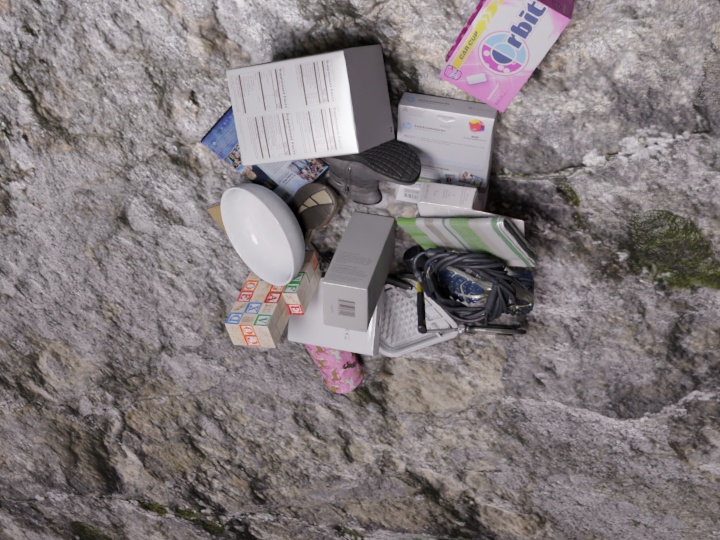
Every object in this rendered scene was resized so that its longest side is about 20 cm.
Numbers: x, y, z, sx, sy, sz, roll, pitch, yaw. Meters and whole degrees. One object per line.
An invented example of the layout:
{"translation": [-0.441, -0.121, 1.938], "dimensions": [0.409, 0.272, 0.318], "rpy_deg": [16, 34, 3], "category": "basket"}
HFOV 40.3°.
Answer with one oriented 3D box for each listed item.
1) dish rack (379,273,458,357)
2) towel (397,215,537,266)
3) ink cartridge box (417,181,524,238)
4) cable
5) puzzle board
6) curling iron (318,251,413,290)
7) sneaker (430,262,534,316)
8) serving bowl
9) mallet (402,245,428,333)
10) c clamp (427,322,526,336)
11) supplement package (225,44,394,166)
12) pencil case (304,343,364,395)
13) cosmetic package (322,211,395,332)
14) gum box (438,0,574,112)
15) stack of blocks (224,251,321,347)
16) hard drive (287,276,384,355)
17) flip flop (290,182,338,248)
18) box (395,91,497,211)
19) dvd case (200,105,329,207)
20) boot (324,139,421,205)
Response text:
{"translation": [0.078, 0.082, 1.898], "dimensions": [0.200, 0.044, 0.172], "rpy_deg": [-24, 122, 38], "category": "dish rack"}
{"translation": [0.177, -0.054, 1.612], "dimensions": [0.199, 0.031, 0.149], "rpy_deg": [4, 155, 37], "category": "towel"}
{"translation": [0.193, -0.074, 1.640], "dimensions": [0.175, 0.045, 0.200], "rpy_deg": [10, 160, 14], "category": "ink cartridge box"}
{"translation": [0.186, 0.026, 1.671], "dimensions": [0.162, 0.051, 0.200], "rpy_deg": [-7, 140, 25], "category": "cable"}
{"translation": [-0.179, -0.068, 1.872], "dimensions": [0.150, 0.017, 0.200], "rpy_deg": [-16, 126, 32], "category": "puzzle board"}
{"translation": [0.007, 0.006, 1.824], "dimensions": [0.199, 0.050, 0.026], "rpy_deg": [18, 128, 21], "category": "curling iron"}
{"translation": [0.217, 0.013, 1.745], "dimensions": [0.199, 0.085, 0.077], "rpy_deg": [20, 146, 4], "category": "sneaker"}
{"translation": [-0.165, -0.075, 1.771], "dimensions": [0.200, 0.066, 0.201], "rpy_deg": [35, 144, 30], "category": "serving bowl"}
{"translation": [0.112, 0.044, 1.738], "dimensions": [0.041, 0.201, 0.066], "rpy_deg": [-27, 131, 22], "category": "mallet"}
{"translation": [0.219, 0.106, 1.794], "dimensions": [0.170, 0.027, 0.200], "rpy_deg": [0, 176, 18], "category": "c clamp"}
{"translation": [-0.074, -0.255, 1.509], "dimensions": [0.199, 0.152, 0.151], "rpy_deg": [-3, 104, 25], "category": "supplement package"}
{"translation": [-0.066, 0.164, 2.012], "dimensions": [0.083, 0.086, 0.200], "rpy_deg": [33, 156, 51], "category": "pencil case"}
{"translation": [0.000, 0.000, 1.730], "dimensions": [0.084, 0.200, 0.108], "rpy_deg": [9, 131, 11], "category": "cosmetic package"}
{"translation": [0.206, -0.332, 1.415], "dimensions": [0.113, 0.066, 0.200], "rpy_deg": [27, 137, -7], "category": "gum box"}
{"translation": [-0.159, 0.050, 1.824], "dimensions": [0.115, 0.200, 0.059], "rpy_deg": [2, 133, 21], "category": "stack of blocks"}
{"translation": [-0.049, 0.083, 1.876], "dimensions": [0.199, 0.027, 0.133], "rpy_deg": [7, 93, 32], "category": "hard drive"}
{"translation": [-0.085, -0.098, 1.759], "dimensions": [0.081, 0.057, 0.200], "rpy_deg": [56, 149, 13], "category": "flip flop"}
{"translation": [0.137, -0.189, 1.605], "dimensions": [0.155, 0.041, 0.201], "rpy_deg": [10, 137, 11], "category": "box"}
{"translation": [-0.164, -0.207, 1.717], "dimensions": [0.200, 0.018, 0.143], "rpy_deg": [38, 130, -17], "category": "dvd case"}
{"translation": [0.024, -0.159, 1.634], "dimensions": [0.199, 0.070, 0.132], "rpy_deg": [26, 151, 30], "category": "boot"}
